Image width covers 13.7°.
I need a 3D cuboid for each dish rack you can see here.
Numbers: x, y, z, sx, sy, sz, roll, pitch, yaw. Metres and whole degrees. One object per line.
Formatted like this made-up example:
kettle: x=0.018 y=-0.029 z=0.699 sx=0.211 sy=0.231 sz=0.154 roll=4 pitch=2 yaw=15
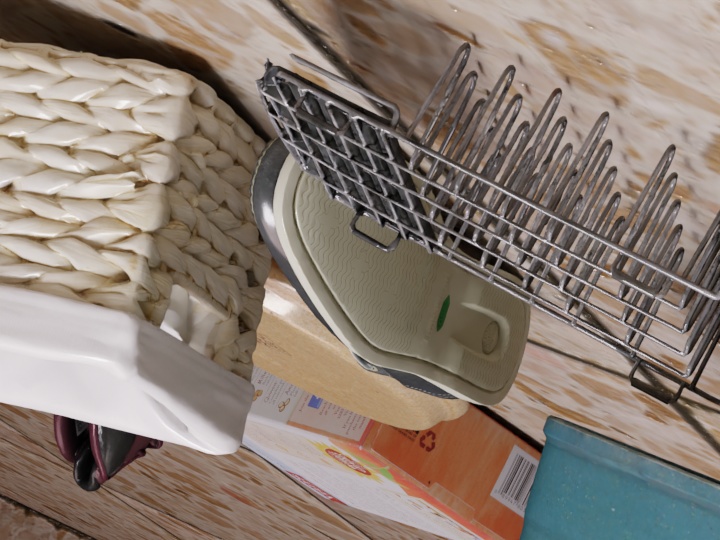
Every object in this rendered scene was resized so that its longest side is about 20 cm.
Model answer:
dish rack: x=0.063 y=-0.019 z=0.965 sx=0.199 sy=0.055 sz=0.153 roll=27 pitch=168 yaw=14

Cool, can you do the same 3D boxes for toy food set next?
toy food set: x=-0.037 y=0.010 z=1.365 sx=0.200 sy=0.049 sz=0.198 roll=34 pitch=168 yaw=-31

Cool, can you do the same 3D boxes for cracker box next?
cracker box: x=0.001 y=0.086 z=1.604 sx=0.134 sy=0.058 sz=0.200 roll=36 pitch=166 yaw=-33

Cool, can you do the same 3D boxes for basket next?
basket: x=-0.139 y=-0.017 z=1.194 sx=0.199 sy=0.124 sz=0.136 roll=11 pitch=167 yaw=21

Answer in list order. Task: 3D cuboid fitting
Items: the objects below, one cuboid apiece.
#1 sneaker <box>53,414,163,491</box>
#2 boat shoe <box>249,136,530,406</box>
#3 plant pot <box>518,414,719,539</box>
sneaker: x=-0.120 y=0.086 z=1.750 sx=0.075 sy=0.116 sz=0.200 roll=19 pitch=166 yaw=39
boat shoe: x=0.000 y=0.000 z=1.154 sx=0.067 sy=0.072 sz=0.200 roll=17 pitch=168 yaw=29
plant pot: x=0.122 y=0.173 z=1.029 sx=0.199 sy=0.189 sz=0.200 roll=22 pitch=180 yaw=0
